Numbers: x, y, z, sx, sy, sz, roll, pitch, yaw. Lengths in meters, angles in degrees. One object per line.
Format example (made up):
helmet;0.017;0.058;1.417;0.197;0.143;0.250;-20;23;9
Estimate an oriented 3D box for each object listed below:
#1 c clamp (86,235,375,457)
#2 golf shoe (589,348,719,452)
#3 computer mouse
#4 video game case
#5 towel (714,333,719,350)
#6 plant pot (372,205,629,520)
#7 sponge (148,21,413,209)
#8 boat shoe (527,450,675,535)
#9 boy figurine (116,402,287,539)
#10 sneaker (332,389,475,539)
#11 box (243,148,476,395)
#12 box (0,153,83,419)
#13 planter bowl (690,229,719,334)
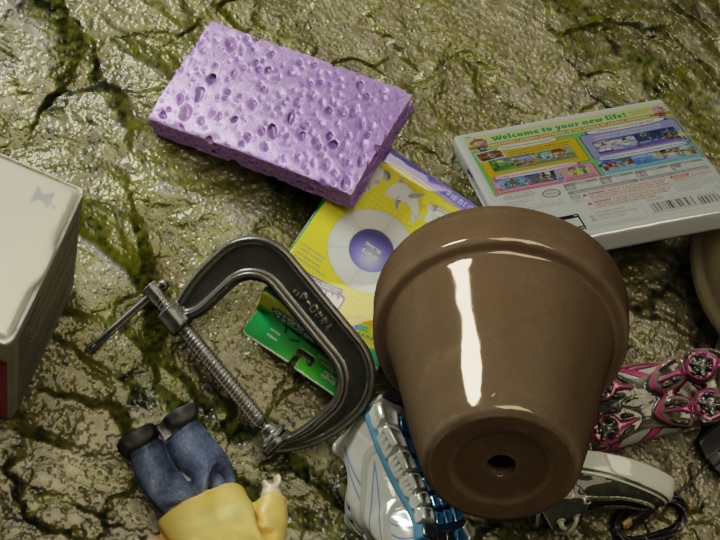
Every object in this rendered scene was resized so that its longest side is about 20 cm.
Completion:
c clamp;-0.092;0.068;1.241;0.200;0.027;0.171;44;95;7
golf shoe;0.217;0.113;1.291;0.197;0.092;0.074;-7;78;9
computer mouse;0.288;0.164;1.307;0.199;0.034;0.059;-37;81;-21
video game case;0.197;-0.077;1.322;0.197;0.022;0.183;-11;37;-8
towel;0.407;0.016;1.382;0.169;0.048;0.202;15;67;-2
plant pot;0.104;0.083;1.147;0.198;0.202;0.176;13;40;-7
sponge;-0.067;-0.132;1.313;0.198;0.030;0.112;22;64;17
boat shoe;0.153;0.179;1.257;0.197;0.071;0.064;8;69;2
boy figurine;-0.107;0.201;1.194;0.123;0.065;0.201;-27;78;-20
sneaker;0.033;0.200;1.213;0.075;0.086;0.202;19;42;-48
box;0.000;0.000;1.293;0.117;0.048;0.201;32;68;2
box;-0.281;0.010;1.154;0.108;0.200;0.129;23;66;-3
planter bowl;0.390;-0.023;1.297;0.197;0.135;0.203;3;69;-8
